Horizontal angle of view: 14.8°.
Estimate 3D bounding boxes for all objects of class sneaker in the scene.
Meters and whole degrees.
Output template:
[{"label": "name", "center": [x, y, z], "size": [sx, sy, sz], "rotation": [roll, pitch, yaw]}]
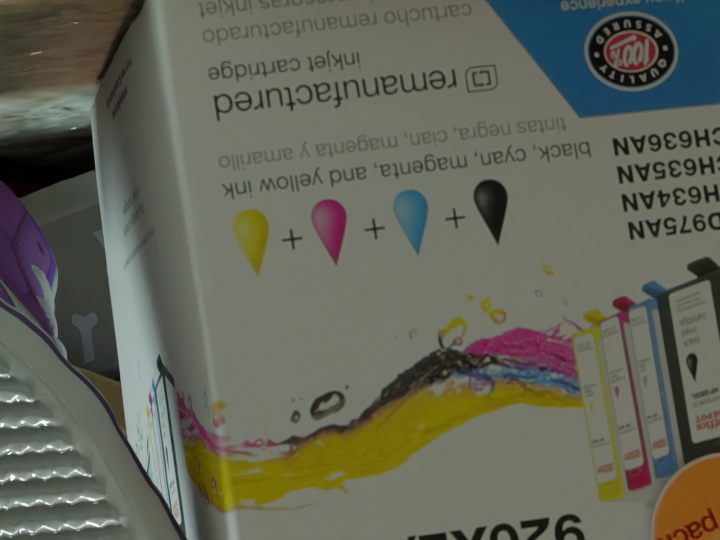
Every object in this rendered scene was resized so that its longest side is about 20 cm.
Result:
[{"label": "sneaker", "center": [-0.085, 0.032, 0.685], "size": [0.073, 0.201, 0.114], "rotation": [-41, 164, 16]}]

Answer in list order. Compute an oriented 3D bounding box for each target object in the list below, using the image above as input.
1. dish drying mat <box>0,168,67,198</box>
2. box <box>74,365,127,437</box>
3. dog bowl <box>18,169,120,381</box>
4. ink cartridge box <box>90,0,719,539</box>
[{"label": "dish drying mat", "center": [-0.114, -0.014, 0.886], "size": [0.077, 0.018, 0.200], "rotation": [-17, 170, 24]}, {"label": "box", "center": [-0.090, 0.081, 0.845], "size": [0.200, 0.021, 0.164], "rotation": [19, 145, 6]}, {"label": "dog bowl", "center": [-0.049, 0.010, 0.888], "size": [0.200, 0.059, 0.200], "rotation": [-15, 170, -3]}, {"label": "ink cartridge box", "center": [0.021, 0.034, 0.700], "size": [0.147, 0.201, 0.145], "rotation": [-7, 172, -13]}]
